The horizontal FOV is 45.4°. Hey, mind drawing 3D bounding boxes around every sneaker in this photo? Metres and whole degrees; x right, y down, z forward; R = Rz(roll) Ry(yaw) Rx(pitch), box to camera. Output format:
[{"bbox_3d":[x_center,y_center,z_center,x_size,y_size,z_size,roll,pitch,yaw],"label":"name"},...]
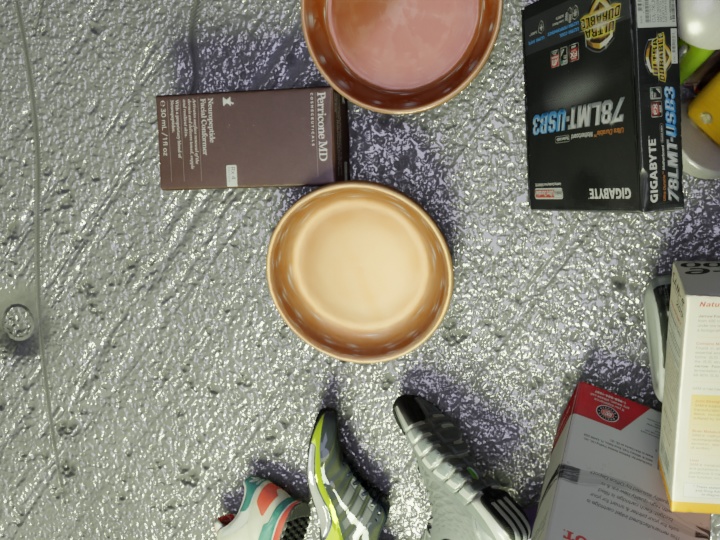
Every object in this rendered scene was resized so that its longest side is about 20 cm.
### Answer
[{"bbox_3d":[-0.010,0.245,0.940,0.079,0.074,0.205,-11,100,4],"label":"sneaker"},{"bbox_3d":[-0.132,0.328,0.979,0.092,0.070,0.203,30,104,26],"label":"sneaker"},{"bbox_3d":[0.075,0.233,0.888,0.201,0.074,0.117,50,118,34],"label":"sneaker"}]

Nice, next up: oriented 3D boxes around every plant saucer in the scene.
[{"bbox_3d":[0.000,0.000,0.896,0.195,0.038,0.204,3,115,7],"label":"plant saucer"},{"bbox_3d":[0.039,-0.254,0.830,0.195,0.032,0.205,2,97,12],"label":"plant saucer"}]

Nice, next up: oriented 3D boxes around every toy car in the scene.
[{"bbox_3d":[0.326,-0.199,0.777,0.199,0.175,0.150,41,68,6],"label":"toy car"}]

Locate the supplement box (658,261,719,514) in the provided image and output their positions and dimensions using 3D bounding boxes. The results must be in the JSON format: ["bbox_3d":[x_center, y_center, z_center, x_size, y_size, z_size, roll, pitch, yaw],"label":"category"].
[{"bbox_3d":[0.321,0.099,0.717,0.123,0.074,0.204,1,111,11],"label":"supplement box"}]

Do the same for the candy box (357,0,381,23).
[{"bbox_3d":[0.025,-0.363,0.864,0.115,0.056,0.204,-20,93,14],"label":"candy box"}]

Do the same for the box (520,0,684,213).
[{"bbox_3d":[0.211,-0.154,0.776,0.049,0.200,0.204,-4,96,-15],"label":"box"}]

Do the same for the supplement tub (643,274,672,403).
[{"bbox_3d":[0.371,0.059,0.799,0.195,0.122,0.126,-5,95,13],"label":"supplement tub"}]

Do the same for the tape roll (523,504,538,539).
[{"bbox_3d":[0.218,0.349,0.886,0.195,0.085,0.205,1,96,12],"label":"tape roll"}]

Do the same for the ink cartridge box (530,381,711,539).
[{"bbox_3d":[0.243,0.225,0.802,0.142,0.201,0.085,21,134,9],"label":"ink cartridge box"}]

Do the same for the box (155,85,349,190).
[{"bbox_3d":[-0.113,-0.137,0.912,0.195,0.075,0.103,-1,96,11],"label":"box"}]
